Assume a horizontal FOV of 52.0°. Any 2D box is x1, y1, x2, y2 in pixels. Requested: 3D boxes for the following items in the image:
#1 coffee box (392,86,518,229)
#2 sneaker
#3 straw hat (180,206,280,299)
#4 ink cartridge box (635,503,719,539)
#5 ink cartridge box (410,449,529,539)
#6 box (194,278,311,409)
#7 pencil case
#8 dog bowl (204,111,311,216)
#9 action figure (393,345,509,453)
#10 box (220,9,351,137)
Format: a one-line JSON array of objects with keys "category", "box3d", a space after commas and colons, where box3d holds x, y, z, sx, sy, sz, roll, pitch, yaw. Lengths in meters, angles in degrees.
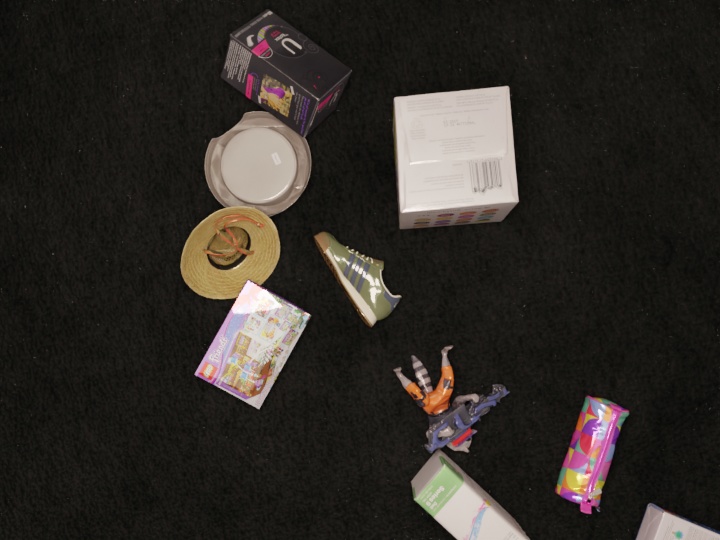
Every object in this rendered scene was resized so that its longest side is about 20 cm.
[{"category": "coffee box", "box3d": [0.161, -0.192, 1.319, 0.199, 0.198, 0.201, -4, 84, 2]}, {"category": "sneaker", "box3d": [0.000, 0.000, 1.380, 0.090, 0.067, 0.201, -32, 87, -9]}, {"category": "straw hat", "box3d": [-0.248, -0.052, 1.369, 0.201, 0.201, 0.085, -35, 45, -1]}, {"category": "ink cartridge box", "box3d": [0.600, 0.525, 1.326, 0.199, 0.076, 0.137, 22, 88, 4]}, {"category": "ink cartridge box", "box3d": [0.190, 0.425, 1.304, 0.200, 0.145, 0.088, 41, 88, 3]}, {"category": "box", "box3d": [-0.199, 0.136, 1.372, 0.136, 0.039, 0.201, 30, 87, -8]}, {"category": "pencil case", "box3d": [0.420, 0.331, 1.339, 0.088, 0.088, 0.201, 17, 86, 2]}, {"category": "dog bowl", "box3d": [-0.189, -0.195, 1.395, 0.199, 0.059, 0.201, 0, 87, 1]}, {"category": "action figure", "box3d": [0.167, 0.238, 1.361, 0.199, 0.105, 0.194, -22, 93, -26]}, {"category": "box", "box3d": [-0.137, -0.363, 1.359, 0.200, 0.106, 0.122, 36, 52, 3]}]
